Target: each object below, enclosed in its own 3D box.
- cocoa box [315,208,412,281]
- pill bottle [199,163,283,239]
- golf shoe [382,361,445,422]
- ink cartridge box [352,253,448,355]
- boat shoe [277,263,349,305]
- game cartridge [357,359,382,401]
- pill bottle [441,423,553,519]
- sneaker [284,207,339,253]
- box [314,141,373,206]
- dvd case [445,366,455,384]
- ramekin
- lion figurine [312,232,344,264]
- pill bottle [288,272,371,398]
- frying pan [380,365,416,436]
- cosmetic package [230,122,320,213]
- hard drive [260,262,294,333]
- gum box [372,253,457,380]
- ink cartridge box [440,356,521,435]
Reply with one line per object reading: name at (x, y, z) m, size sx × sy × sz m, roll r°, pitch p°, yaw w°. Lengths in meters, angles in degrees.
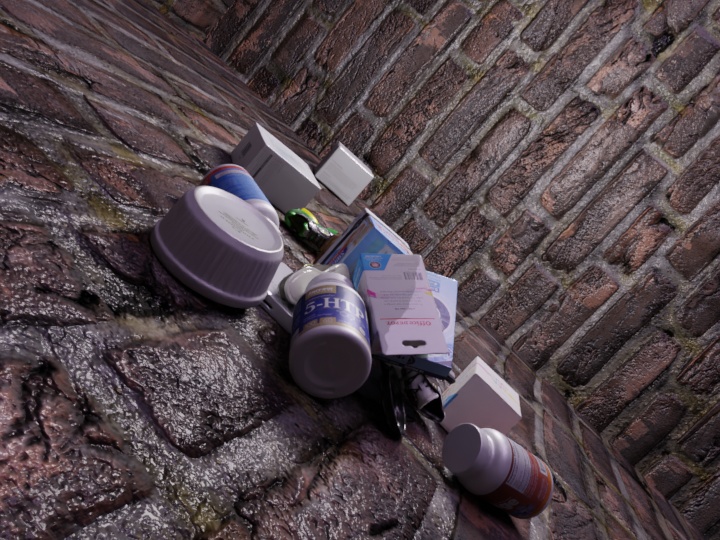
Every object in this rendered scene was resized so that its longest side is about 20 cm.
cocoa box at (0.000, 0.000, 1.313) m, size 0.133 × 0.200 × 0.131 m, roll 39°, pitch 12°, yaw -20°
pill bottle at (-0.215, -0.099, 1.153) m, size 0.112 × 0.112 × 0.200 m, roll 30°, pitch 15°, yaw -47°
golf shoe at (0.103, 0.193, 1.148) m, size 0.201 × 0.077 × 0.095 m, roll 56°, pitch -4°, yaw -27°
ink cartridge box at (0.061, 0.069, 1.034) m, size 0.114 × 0.068 × 0.202 m, roll 1°, pitch 50°, yaw -16°
boat shoe at (-0.090, 0.025, 1.127) m, size 0.060 × 0.073 × 0.201 m, roll -1°, pitch 7°, yaw 28°
game cartridge at (-0.020, 0.130, 1.123) m, size 0.133 × 0.041 × 0.201 m, roll 39°, pitch 18°, yaw -24°
pill bottle at (0.234, 0.343, 1.091) m, size 0.199 × 0.112 × 0.112 m, roll 36°, pitch 13°, yaw -29°
sneaker at (-0.114, -0.080, 1.586) m, size 0.199 × 0.079 × 0.085 m, roll 36°, pitch 17°, yaw 8°
box at (-0.074, -0.419, 2.710) m, size 0.198 × 0.172 × 0.200 m, roll 40°, pitch 11°, yaw -15°
dvd case at (0.131, 0.100, 1.218) m, size 0.149 × 0.016 × 0.202 m, roll 45°, pitch 30°, yaw -43°
ramekin at (-0.206, -0.043, 0.961) m, size 0.201 × 0.095 × 0.203 m, roll 35°, pitch 17°, yaw -12°
lion figurine at (-0.047, -0.032, 1.473) m, size 0.072 × 0.123 × 0.200 m, roll 44°, pitch 10°, yaw 11°
pill bottle at (-0.047, 0.088, 0.969) m, size 0.119 × 0.120 × 0.201 m, roll 38°, pitch 19°, yaw -20°
frying pan at (0.063, 0.217, 1.077) m, size 0.190 × 0.031 × 0.117 m, roll 15°, pitch 64°, yaw -79°
cosmetic package at (-0.233, -0.273, 1.727) m, size 0.199 × 0.123 × 0.200 m, roll 38°, pitch 12°, yaw -31°
hard drive at (-0.133, 0.044, 1.133) m, size 0.132 × 0.026 × 0.200 m, roll 44°, pitch 11°, yaw 5°
gum box at (0.083, 0.077, 1.114) m, size 0.168 × 0.045 × 0.201 m, roll 18°, pitch 47°, yaw -5°
ink cartridge box at (0.247, 0.281, 1.327) m, size 0.125 × 0.129 × 0.200 m, roll 43°, pitch 10°, yaw 6°
